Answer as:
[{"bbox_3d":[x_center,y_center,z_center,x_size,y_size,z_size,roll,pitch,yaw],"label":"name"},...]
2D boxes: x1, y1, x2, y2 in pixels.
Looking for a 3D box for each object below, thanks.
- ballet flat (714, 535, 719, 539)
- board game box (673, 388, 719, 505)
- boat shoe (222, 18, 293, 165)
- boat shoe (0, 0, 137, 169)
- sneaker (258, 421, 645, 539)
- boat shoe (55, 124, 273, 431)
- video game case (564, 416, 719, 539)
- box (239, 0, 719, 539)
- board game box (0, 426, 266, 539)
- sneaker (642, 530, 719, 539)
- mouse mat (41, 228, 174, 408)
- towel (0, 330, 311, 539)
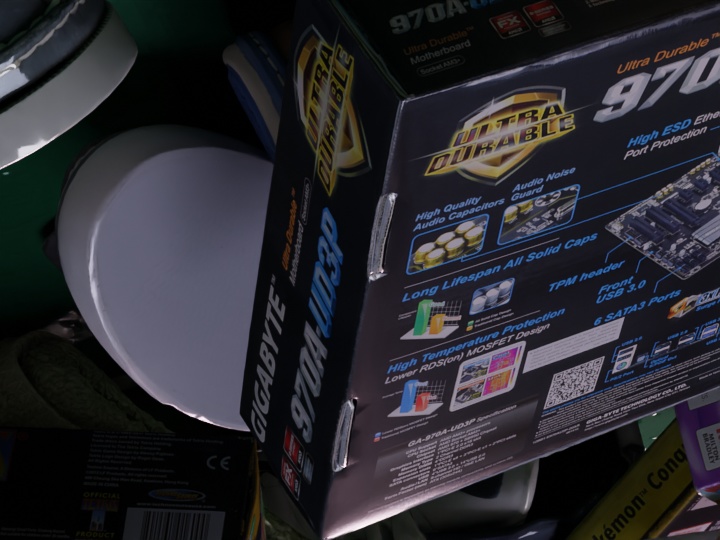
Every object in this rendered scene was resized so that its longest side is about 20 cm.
[{"bbox_3d":[0.186,0.081,0.874,0.198,0.071,0.065,-8,-174,-4],"label":"ballet flat"},{"bbox_3d":[0.193,-0.004,0.874,0.199,0.106,0.103,-21,159,19],"label":"board game box"},{"bbox_3d":[0.030,-0.029,0.769,0.072,0.073,0.200,-33,156,11],"label":"boat shoe"},{"bbox_3d":[-0.144,-0.041,0.651,0.199,0.073,0.062,-15,119,27],"label":"boat shoe"},{"bbox_3d":[0.011,0.075,1.027,0.198,0.080,0.130,5,146,-20],"label":"sneaker"},{"bbox_3d":[-0.030,0.007,0.810,0.069,0.057,0.200,-53,145,0],"label":"boat shoe"},{"bbox_3d":[0.114,0.104,1.077,0.181,0.026,0.200,-50,160,18],"label":"video game case"},{"bbox_3d":[0.074,-0.028,0.690,0.199,0.046,0.159,-19,146,-22],"label":"box"},{"bbox_3d":[-0.126,0.118,0.925,0.198,0.057,0.166,3,140,5],"label":"board game box"},{"bbox_3d":[0.156,0.097,1.003,0.199,0.115,0.075,12,130,-25],"label":"sneaker"},{"bbox_3d":[0.000,0.000,0.908,0.160,0.008,0.200,-15,160,5],"label":"mouse mat"},{"bbox_3d":[-0.088,0.102,0.971,0.148,0.037,0.200,-28,128,32],"label":"towel"}]
